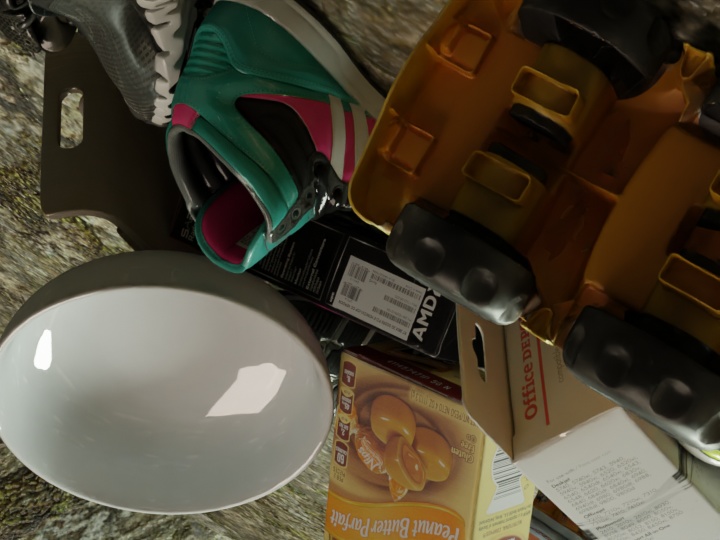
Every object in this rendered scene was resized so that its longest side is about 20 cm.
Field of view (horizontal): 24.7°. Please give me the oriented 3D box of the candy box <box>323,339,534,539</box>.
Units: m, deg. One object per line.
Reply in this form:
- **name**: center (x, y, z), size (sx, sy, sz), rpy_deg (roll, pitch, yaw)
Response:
- **candy box**: center (0.036, 0.152, 0.938), size (0.055, 0.202, 0.115), rpy_deg (-8, -160, -43)

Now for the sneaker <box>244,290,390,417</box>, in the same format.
- **sneaker**: center (-0.016, 0.048, 1.079), size (0.083, 0.081, 0.199), rpy_deg (44, -166, 34)

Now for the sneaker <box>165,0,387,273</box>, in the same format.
- **sneaker**: center (-0.024, -0.041, 0.839), size (0.200, 0.121, 0.083), rpy_deg (41, 162, -27)

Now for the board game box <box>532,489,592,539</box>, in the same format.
- **board game box**: center (0.232, 0.206, 1.080), size (0.199, 0.026, 0.200), rpy_deg (29, -176, 39)

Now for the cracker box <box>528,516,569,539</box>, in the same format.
- **cracker box**: center (0.113, 0.193, 1.046), size (0.134, 0.058, 0.200), rpy_deg (30, 178, 40)

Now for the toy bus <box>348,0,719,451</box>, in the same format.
- **toy bus**: center (0.118, -0.015, 0.673), size (0.199, 0.136, 0.192), rpy_deg (30, 179, 18)

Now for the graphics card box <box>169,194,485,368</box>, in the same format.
- **graphics card box**: center (0.000, 0.000, 0.969), size (0.199, 0.051, 0.125), rpy_deg (22, -177, 30)

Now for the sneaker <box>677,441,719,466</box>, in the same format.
- **sneaker**: center (0.230, 0.079, 0.818), size (0.199, 0.074, 0.081), rpy_deg (33, 155, -20)

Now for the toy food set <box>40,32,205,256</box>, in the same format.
- **toy food set**: center (-0.134, -0.034, 1.023), size (0.060, 0.144, 0.200), rpy_deg (-21, 139, 17)

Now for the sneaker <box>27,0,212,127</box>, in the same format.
- **sneaker**: center (-0.124, -0.139, 0.820), size (0.090, 0.067, 0.200), rpy_deg (13, 158, 1)

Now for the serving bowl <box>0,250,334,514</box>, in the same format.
- **serving bowl**: center (-0.114, 0.057, 0.962), size (0.198, 0.066, 0.201), rpy_deg (0, 134, 0)

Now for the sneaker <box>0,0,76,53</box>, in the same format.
- **sneaker**: center (-0.179, -0.176, 0.842), size (0.114, 0.077, 0.199), rpy_deg (35, 167, -11)

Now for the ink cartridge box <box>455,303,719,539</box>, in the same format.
- **ink cartridge box**: center (0.133, 0.075, 0.862), size (0.068, 0.116, 0.200), rpy_deg (-30, 126, 24)

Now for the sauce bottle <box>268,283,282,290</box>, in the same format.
- **sauce bottle**: center (-0.037, 0.059, 1.254), size (0.064, 0.065, 0.200), rpy_deg (29, 165, 13)
